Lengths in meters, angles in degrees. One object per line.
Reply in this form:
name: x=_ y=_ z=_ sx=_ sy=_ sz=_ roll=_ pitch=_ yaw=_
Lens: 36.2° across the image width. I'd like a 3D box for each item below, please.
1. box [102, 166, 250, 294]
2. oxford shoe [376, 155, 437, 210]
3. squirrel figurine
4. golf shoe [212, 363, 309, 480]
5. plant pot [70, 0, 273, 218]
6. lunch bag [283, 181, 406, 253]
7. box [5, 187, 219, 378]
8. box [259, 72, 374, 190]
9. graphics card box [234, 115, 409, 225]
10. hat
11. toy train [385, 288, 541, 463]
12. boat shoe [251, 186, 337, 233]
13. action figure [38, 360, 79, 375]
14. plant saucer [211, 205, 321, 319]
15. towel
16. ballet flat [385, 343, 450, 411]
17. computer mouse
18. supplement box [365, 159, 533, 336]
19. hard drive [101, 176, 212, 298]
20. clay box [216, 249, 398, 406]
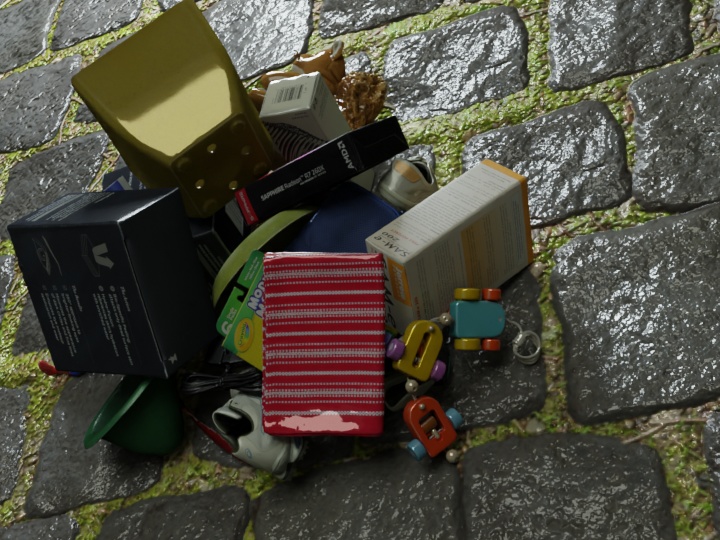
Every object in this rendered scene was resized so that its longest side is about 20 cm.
box: x=-0.265 y=-0.063 z=1.567 sx=0.197 sy=0.118 sz=0.199 roll=-17 pitch=47 yaw=15
oxford shoe: x=0.072 y=-0.117 z=1.405 sx=0.075 sy=0.200 sz=0.058 roll=33 pitch=104 yaw=8
squirrel figurine: x=-0.050 y=-0.246 z=1.624 sx=0.197 sy=0.143 sz=0.188 roll=14 pitch=50 yaw=21
golf shoe: x=-0.134 y=0.164 z=1.309 sx=0.079 sy=0.096 sz=0.200 roll=-64 pitch=31 yaw=14
plant pot: x=-0.220 y=-0.188 z=1.429 sx=0.193 sy=0.196 sz=0.200 roll=-36 pitch=51 yaw=-7
lunch bag: x=0.000 y=0.000 z=1.364 sx=0.201 sy=0.132 sz=0.136 roll=-49 pitch=49 yaw=-3
box: x=-0.299 y=0.014 z=1.345 sx=0.197 sy=0.200 sz=0.117 roll=0 pitch=25 yaw=33
box: x=-0.056 y=-0.168 z=1.488 sx=0.081 sy=0.201 sz=0.069 roll=-7 pitch=50 yaw=25
graphics card box: x=-0.049 y=-0.125 z=1.378 sx=0.198 sy=0.052 sz=0.125 roll=-22 pitch=4 yaw=36
hat: x=-0.236 y=0.212 z=1.404 sx=0.166 sy=0.176 sz=0.200 roll=-47 pitch=14 yaw=5
toy train: x=0.103 y=0.111 z=1.242 sx=0.199 sy=0.151 sz=0.055 roll=-40 pitch=12 yaw=-17
boat shoe: x=-0.068 y=-0.067 z=1.507 sx=0.197 sy=0.072 sz=0.068 roll=-5 pitch=54 yaw=34
action figure: x=-0.369 y=0.104 z=1.516 sx=0.197 sy=0.099 sz=0.066 roll=-1 pitch=54 yaw=26
plant saucer: x=-0.121 y=-0.016 z=1.409 sx=0.199 sy=0.200 sz=0.031 roll=-42 pitch=78 yaw=-8
towel: x=-0.042 y=0.082 z=1.212 sx=0.142 sy=0.022 sz=0.204 roll=0 pitch=92 yaw=13
ballet flat: x=0.013 y=0.137 z=1.293 sx=0.197 sy=0.068 sz=0.069 roll=-22 pitch=58 yaw=12
computer mouse: x=-0.131 y=0.089 z=1.367 sx=0.138 sy=0.047 sz=0.200 roll=-3 pitch=22 yaw=23
supplement box: x=0.108 y=-0.024 z=1.294 sx=0.199 sy=0.128 sz=0.073 roll=-33 pitch=42 yaw=-25
hard drive: x=-0.292 y=-0.007 z=1.433 sx=0.131 sy=0.201 sz=0.025 roll=-29 pitch=11 yaw=34
clay box: x=-0.069 y=0.071 z=1.254 sx=0.198 sy=0.048 sz=0.116 roll=29 pitch=98 yaw=10
